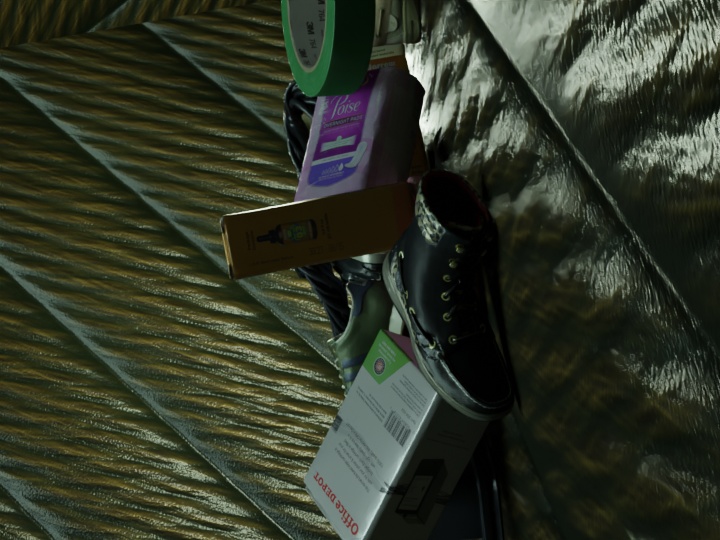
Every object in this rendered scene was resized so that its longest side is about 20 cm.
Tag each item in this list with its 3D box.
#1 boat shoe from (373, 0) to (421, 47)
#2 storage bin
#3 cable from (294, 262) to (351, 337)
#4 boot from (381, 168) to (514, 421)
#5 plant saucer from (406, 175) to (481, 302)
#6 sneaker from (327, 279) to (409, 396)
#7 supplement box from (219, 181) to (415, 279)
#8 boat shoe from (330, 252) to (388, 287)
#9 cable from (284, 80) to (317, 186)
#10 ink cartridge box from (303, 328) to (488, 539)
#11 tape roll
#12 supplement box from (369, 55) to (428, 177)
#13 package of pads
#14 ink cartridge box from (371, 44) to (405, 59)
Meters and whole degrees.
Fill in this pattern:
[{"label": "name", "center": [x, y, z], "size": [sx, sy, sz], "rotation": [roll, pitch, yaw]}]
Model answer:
[{"label": "boat shoe", "center": [0.024, -0.326, 1.606], "size": [0.073, 0.064, 0.202], "rotation": [-103, 4, -49]}, {"label": "storage bin", "center": [0.079, 0.226, 1.770], "size": [0.201, 0.133, 0.147], "rotation": [-106, 6, -55]}, {"label": "cable", "center": [-0.040, 0.027, 1.936], "size": [0.201, 0.050, 0.163], "rotation": [63, 175, -24]}, {"label": "boot", "center": [0.091, 0.023, 1.391], "size": [0.205, 0.073, 0.154], "rotation": [60, 154, 26]}, {"label": "plant saucer", "center": [0.089, -0.002, 1.592], "size": [0.201, 0.050, 0.203], "rotation": [169, 90, -87]}, {"label": "sneaker", "center": [0.003, 0.102, 1.723], "size": [0.067, 0.089, 0.203], "rotation": [-32, -42, -64]}, {"label": "supplement box", "center": [-0.041, -0.042, 1.544], "size": [0.069, 0.197, 0.067], "rotation": [-132, 32, -84]}, {"label": "boat shoe", "center": [0.002, 0.000, 1.874], "size": [0.199, 0.074, 0.067], "rotation": [-166, 72, -67]}, {"label": "cable", "center": [-0.050, -0.138, 1.856], "size": [0.163, 0.050, 0.202], "rotation": [-150, 45, -71]}, {"label": "ink cartridge box", "center": [0.038, 0.189, 1.626], "size": [0.202, 0.083, 0.146], "rotation": [-63, 35, 13]}, {"label": "tape roll", "center": [-0.037, -0.290, 1.627], "size": [0.200, 0.048, 0.203], "rotation": [176, 90, -72]}, {"label": "supplement box", "center": [0.039, -0.147, 1.783], "size": [0.069, 0.066, 0.203], "rotation": [91, 168, -76]}, {"label": "package of pads", "center": [-0.003, -0.120, 1.668], "size": [0.075, 0.119, 0.202], "rotation": [34, -121, -43]}, {"label": "ink cartridge box", "center": [-0.005, -0.363, 1.873], "size": [0.145, 0.083, 0.203], "rotation": [-112, 12, -75]}]
